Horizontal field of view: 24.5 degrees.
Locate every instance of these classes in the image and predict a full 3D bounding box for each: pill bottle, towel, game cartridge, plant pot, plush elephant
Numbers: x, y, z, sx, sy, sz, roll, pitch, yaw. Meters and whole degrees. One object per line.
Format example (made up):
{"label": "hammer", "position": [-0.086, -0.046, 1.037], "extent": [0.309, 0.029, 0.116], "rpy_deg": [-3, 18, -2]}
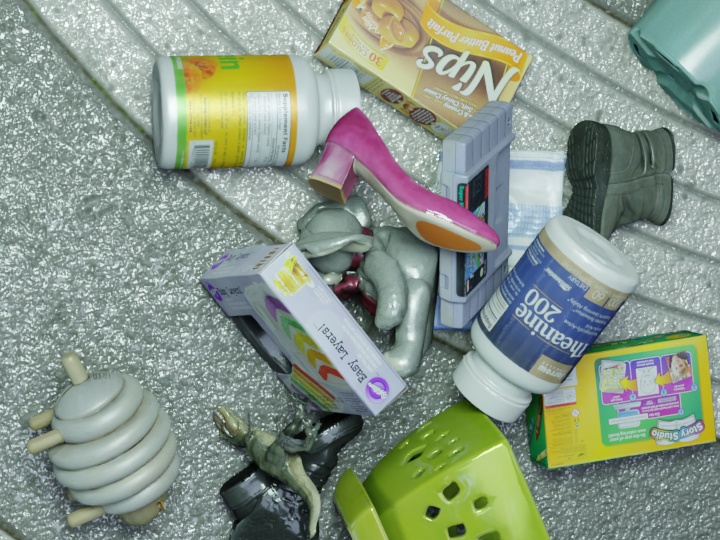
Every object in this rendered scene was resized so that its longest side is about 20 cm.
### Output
{"label": "pill bottle", "position": [0.182, 0.053, 1.681], "extent": [0.111, 0.111, 0.200], "rpy_deg": [30, 109, -13]}
{"label": "towel", "position": [0.147, -0.032, 1.769], "extent": [0.146, 0.024, 0.201], "rpy_deg": [3, 93, -13]}
{"label": "game cartridge", "position": [0.117, -0.055, 1.661], "extent": [0.038, 0.130, 0.201], "rpy_deg": [9, 118, 20]}
{"label": "plant pot", "position": [0.086, 0.270, 1.690], "extent": [0.181, 0.200, 0.200], "rpy_deg": [-24, 99, -5]}
{"label": "plush elephant", "position": [0.000, 0.000, 1.670], "extent": [0.154, 0.165, 0.201], "rpy_deg": [9, 105, 6]}
{"label": "pill bottle", "position": [-0.104, -0.159, 1.655], "extent": [0.199, 0.111, 0.112], "rpy_deg": [-2, 94, -13]}
{"label": "plant pot", "position": [0.398, -0.263, 1.737], "extent": [0.196, 0.200, 0.200], "rpy_deg": [-43, 102, 0]}

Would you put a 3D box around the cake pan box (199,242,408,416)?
{"label": "cake pan box", "position": [-0.061, 0.058, 1.635], "extent": [0.052, 0.200, 0.184], "rpy_deg": [-41, 105, -19]}

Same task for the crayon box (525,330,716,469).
{"label": "crayon box", "position": [0.280, 0.138, 1.793], "extent": [0.199, 0.058, 0.119], "rpy_deg": [-7, 96, -13]}

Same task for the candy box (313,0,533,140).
{"label": "candy box", "position": [0.066, -0.221, 1.711], "extent": [0.200, 0.055, 0.116], "rpy_deg": [32, 74, -14]}

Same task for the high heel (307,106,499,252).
{"label": "high heel", "position": [0.054, -0.087, 1.590], "extent": [0.199, 0.067, 0.096], "rpy_deg": [21, 68, 20]}

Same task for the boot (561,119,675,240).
{"label": "boot", "position": [0.280, -0.059, 1.769], "extent": [0.130, 0.068, 0.201], "rpy_deg": [7, 93, -31]}

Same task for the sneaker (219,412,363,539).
{"label": "sneaker", "position": [-0.066, 0.235, 1.719], "extent": [0.199, 0.060, 0.104], "rpy_deg": [-31, 99, -4]}

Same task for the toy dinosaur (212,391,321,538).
{"label": "toy dinosaur", "position": [-0.074, 0.175, 1.654], "extent": [0.047, 0.200, 0.088], "rpy_deg": [19, 105, -42]}

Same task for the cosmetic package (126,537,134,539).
{"label": "cosmetic package", "position": [-0.200, 0.381, 1.681], "extent": [0.108, 0.085, 0.200], "rpy_deg": [-44, 101, -8]}

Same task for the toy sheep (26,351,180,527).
{"label": "toy sheep", "position": [-0.250, 0.169, 1.633], "extent": [0.137, 0.138, 0.201], "rpy_deg": [-29, 118, -10]}
